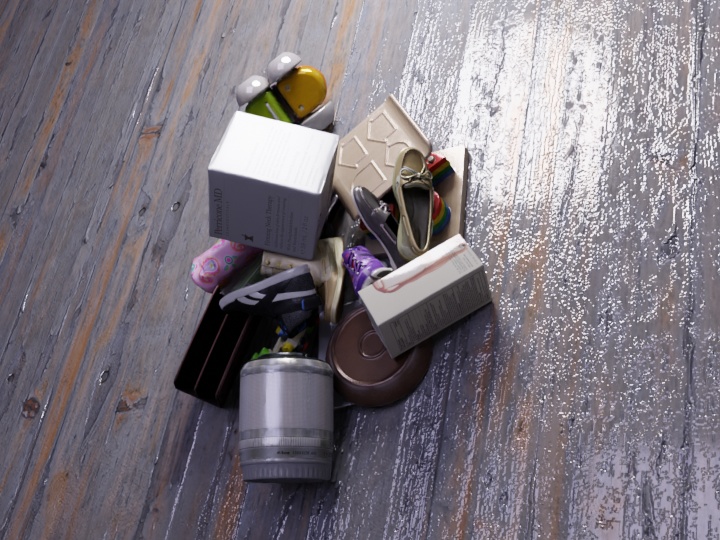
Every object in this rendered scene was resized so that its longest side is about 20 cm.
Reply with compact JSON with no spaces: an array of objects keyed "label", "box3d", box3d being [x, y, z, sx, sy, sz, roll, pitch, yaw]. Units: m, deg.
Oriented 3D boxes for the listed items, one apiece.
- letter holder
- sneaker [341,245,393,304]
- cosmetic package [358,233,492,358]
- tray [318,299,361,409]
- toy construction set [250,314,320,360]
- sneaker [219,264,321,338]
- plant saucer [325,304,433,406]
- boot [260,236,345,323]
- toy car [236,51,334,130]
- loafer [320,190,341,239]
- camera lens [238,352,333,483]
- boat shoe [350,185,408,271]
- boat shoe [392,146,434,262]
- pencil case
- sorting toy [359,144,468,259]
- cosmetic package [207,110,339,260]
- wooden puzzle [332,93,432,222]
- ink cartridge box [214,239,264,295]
[{"label":"letter holder","box3d":[-0.263,0.134,1.724,0.099,0.142,0.203,22,73,1]},{"label":"sneaker","box3d":[0.000,0.000,1.623,0.081,0.083,0.200,-48,8,2]},{"label":"cosmetic package","box3d":[0.108,0.042,1.537,0.198,0.104,0.088,-29,50,-6]},{"label":"tray","box3d":[-0.025,0.152,1.649,0.106,0.022,0.203,-19,54,26]},{"label":"toy construction set","box3d":[-0.141,0.126,1.706,0.131,0.091,0.202,-46,28,48]},{"label":"sneaker","box3d":[-0.158,0.073,1.625,0.198,0.073,0.114,-22,86,31]},{"label":"plant saucer","box3d":[0.026,0.132,1.594,0.197,0.035,0.203,-10,56,16]},{"label":"boot","box3d":[-0.104,0.014,1.680,0.152,0.073,0.202,2,46,-3]},{"label":"toy car","box3d":[-0.157,-0.359,1.987,0.199,0.176,0.150,-33,14,13]},{"label":"loafer","box3d":[-0.069,-0.099,1.808,0.062,0.072,0.203,19,70,-2]},{"label":"camera lens","box3d":[-0.123,0.245,1.545,0.158,0.159,0.204,-10,72,30]},{"label":"boat shoe","box3d":[0.056,-0.070,1.632,0.056,0.202,0.067,-27,11,25]},{"label":"boat shoe","box3d":[0.095,-0.119,1.592,0.063,0.072,0.204,139,136,-69]},{"label":"pencil case","box3d":[-0.241,-0.042,1.796,0.200,0.087,0.088,-42,46,21]},{"label":"sorting toy","box3d":[0.092,-0.138,1.715,0.196,0.070,0.203,-11,57,29]},{"label":"cosmetic package","box3d":[-0.155,-0.151,1.663,0.197,0.169,0.168,13,48,3]},{"label":"wooden puzzle","box3d":[0.031,-0.205,1.725,0.200,0.046,0.186,-43,47,12]},{"label":"ink cartridge box","box3d":[-0.248,-0.038,1.893,0.146,0.048,0.200,-50,48,12]}]
